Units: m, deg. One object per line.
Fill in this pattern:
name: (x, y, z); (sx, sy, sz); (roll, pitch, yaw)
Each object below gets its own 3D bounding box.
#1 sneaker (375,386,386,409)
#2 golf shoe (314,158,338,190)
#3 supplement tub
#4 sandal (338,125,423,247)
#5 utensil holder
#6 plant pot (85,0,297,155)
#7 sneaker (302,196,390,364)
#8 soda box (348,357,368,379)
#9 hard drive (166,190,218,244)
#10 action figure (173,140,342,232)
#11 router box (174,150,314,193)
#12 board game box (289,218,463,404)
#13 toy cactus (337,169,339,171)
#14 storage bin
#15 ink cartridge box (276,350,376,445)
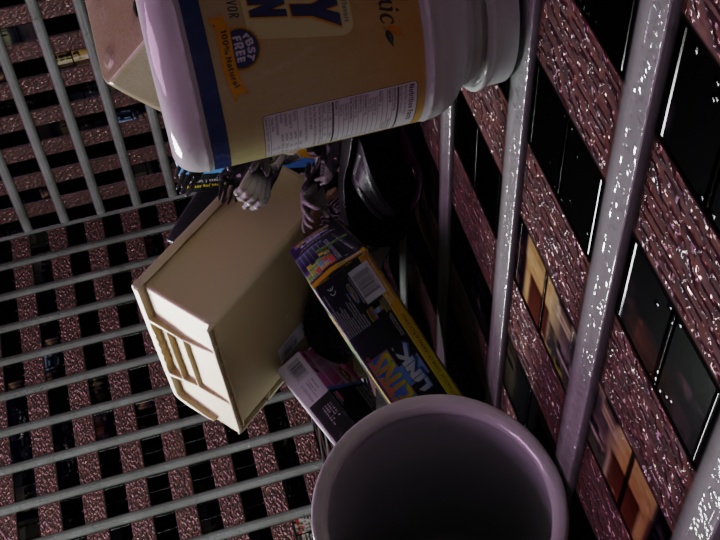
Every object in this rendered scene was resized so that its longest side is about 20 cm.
sneaker: (0.046, 0.123, 1.149); (0.087, 0.073, 0.203); (-91, -2, -65)
golf shoe: (-0.012, -0.113, 1.157); (0.095, 0.076, 0.203); (-65, -35, -63)
supplement tub: (-0.023, -0.145, 0.632); (0.144, 0.197, 0.147); (166, 90, -82)
sandal: (0.020, -0.087, 0.924); (0.048, 0.075, 0.202); (46, 154, 38)
utensil holder: (0.059, 0.214, 0.804); (0.201, 0.167, 0.172); (81, 171, -51)
plant pot: (-0.092, -0.216, 0.803); (0.199, 0.175, 0.203); (-32, 68, 47)
sneaker: (0.000, -0.001, 1.105); (0.070, 0.093, 0.202); (24, 129, 21)
soda box: (-0.005, 0.020, 1.296); (0.068, 0.063, 0.202); (88, 167, -53)
hard drive: (-0.123, -0.081, 1.331); (0.201, 0.133, 0.043); (-57, -27, -28)
action figure: (-0.064, -0.089, 0.983); (0.198, 0.118, 0.104); (-6, 70, 41)
router box: (-0.113, -0.159, 1.260); (0.150, 0.196, 0.052); (87, 175, -55)
board game box: (0.022, 0.063, 0.950); (0.201, 0.056, 0.165); (57, 176, -14)
toy cactus: (-0.047, -0.168, 1.035); (0.166, 0.198, 0.103); (58, -135, -34)
storage bin: (-0.106, 0.026, 1.121); (0.093, 0.201, 0.200); (26, 149, 23)
ink cartridge box: (-0.021, 0.129, 1.186); (0.095, 0.037, 0.200); (50, -174, 11)
